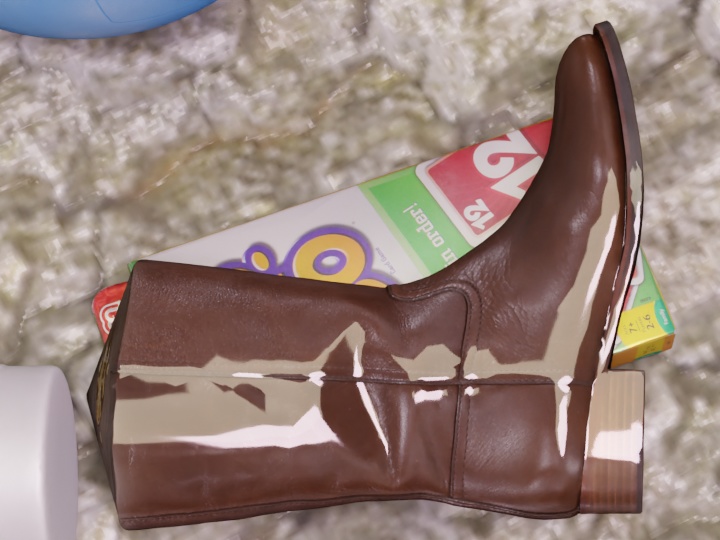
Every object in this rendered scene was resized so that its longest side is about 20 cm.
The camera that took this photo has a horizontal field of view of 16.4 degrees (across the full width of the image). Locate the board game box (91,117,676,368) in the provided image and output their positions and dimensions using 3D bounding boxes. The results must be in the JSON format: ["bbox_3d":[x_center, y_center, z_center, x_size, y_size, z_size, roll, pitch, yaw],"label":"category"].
[{"bbox_3d":[0.006,0.016,0.922,0.200,0.030,0.096,-20,72,-2],"label":"board game box"}]

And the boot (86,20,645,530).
[{"bbox_3d":[0.000,0.000,0.884,0.200,0.064,0.187,0,72,5],"label":"boot"}]

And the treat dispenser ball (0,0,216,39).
[{"bbox_3d":[-0.104,-0.184,0.899,0.201,0.201,0.201,-1,72,2],"label":"treat dispenser ball"}]

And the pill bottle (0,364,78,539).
[{"bbox_3d":[-0.202,0.073,0.865,0.200,0.109,0.109,-1,72,2],"label":"pill bottle"}]
